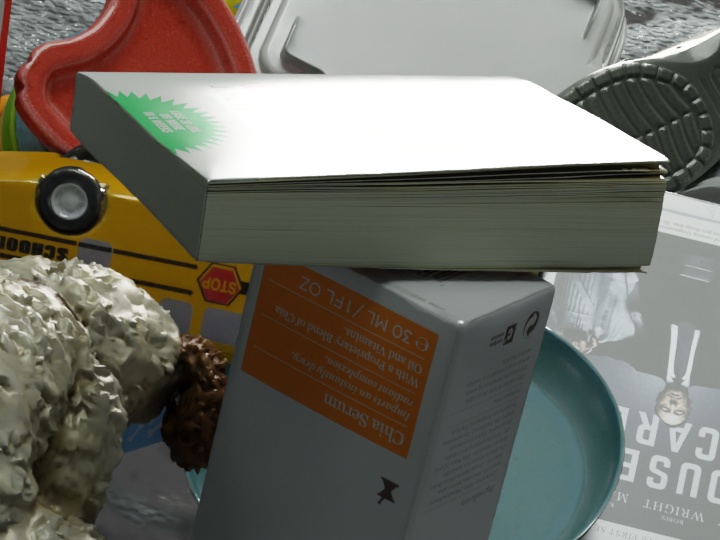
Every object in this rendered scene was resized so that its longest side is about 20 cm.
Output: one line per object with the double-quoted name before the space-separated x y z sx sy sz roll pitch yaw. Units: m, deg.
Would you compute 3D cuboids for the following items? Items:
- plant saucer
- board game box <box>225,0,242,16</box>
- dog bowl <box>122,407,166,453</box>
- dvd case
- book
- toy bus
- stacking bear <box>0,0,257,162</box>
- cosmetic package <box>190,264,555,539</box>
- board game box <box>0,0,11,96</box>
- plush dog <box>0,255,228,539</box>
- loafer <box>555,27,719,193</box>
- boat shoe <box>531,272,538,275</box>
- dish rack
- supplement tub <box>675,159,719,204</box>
"plant saucer" 0.019 0.085 1.358 0.200 0.027 0.200 -1 40 1
"board game box" 0.011 -0.115 1.657 0.200 0.196 0.056 9 0 -7
"dog bowl" -0.109 0.038 1.437 0.111 0.050 0.200 29 28 32
"dvd case" 0.149 0.054 1.431 0.150 0.025 0.200 14 59 3
"book" 0.002 -0.043 1.185 0.200 0.048 0.134 -2 23 -28
"toy bus" -0.095 -0.008 1.369 0.200 0.078 0.065 11 14 1
"stacking bear" -0.139 -0.065 1.510 0.114 0.200 0.121 47 62 -11
"cosmetic package" -0.002 0.082 1.202 0.101 0.200 0.071 26 26 28
"board game box" -0.248 -0.066 1.401 0.151 0.200 0.046 0 16 -27
"plush dog" -0.150 0.043 1.262 0.200 0.161 0.172 22 24 22
"loafer" 0.160 -0.079 1.569 0.200 0.075 0.070 -23 -1 -25
"boat shoe" 0.089 0.038 1.528 0.063 0.073 0.200 -8 20 -29
"dish rack" 0.040 -0.124 1.582 0.200 0.044 0.172 26 66 -7
"supplement tub" 0.245 -0.003 1.601 0.144 0.145 0.200 28 27 30
